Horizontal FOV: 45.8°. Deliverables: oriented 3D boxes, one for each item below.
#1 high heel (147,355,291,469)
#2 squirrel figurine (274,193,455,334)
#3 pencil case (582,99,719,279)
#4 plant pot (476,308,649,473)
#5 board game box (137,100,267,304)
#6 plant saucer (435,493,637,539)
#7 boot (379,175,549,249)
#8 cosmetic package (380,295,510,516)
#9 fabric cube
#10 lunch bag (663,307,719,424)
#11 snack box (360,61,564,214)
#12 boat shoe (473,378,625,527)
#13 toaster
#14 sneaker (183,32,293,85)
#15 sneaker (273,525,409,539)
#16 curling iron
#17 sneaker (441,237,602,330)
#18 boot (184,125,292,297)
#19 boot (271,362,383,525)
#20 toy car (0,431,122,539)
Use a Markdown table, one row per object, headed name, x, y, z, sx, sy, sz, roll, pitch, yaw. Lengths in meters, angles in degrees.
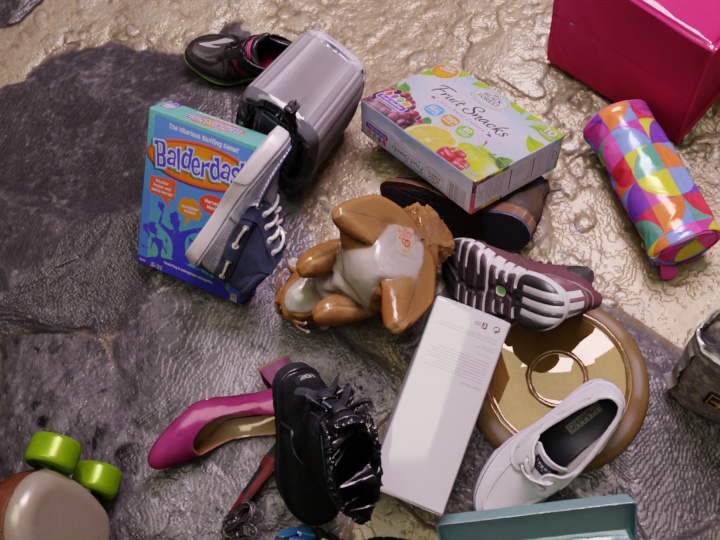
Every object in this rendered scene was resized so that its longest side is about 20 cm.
| name | x | y | z | sx | sy | sz | roll | pitch | yaw |
| --- | --- | --- | --- | --- | --- | --- | --- | --- | --- |
| high heel | -0.137 | 0.180 | 0.945 | 0.200 | 0.068 | 0.096 | -35 | 57 | -8 |
| squirrel figurine | 0.000 | 0.000 | 0.956 | 0.200 | 0.186 | 0.142 | -35 | 93 | -46 |
| pencil case | 0.326 | -0.096 | 0.965 | 0.088 | 0.088 | 0.201 | -19 | 66 | 2 |
| plant pot | 0.215 | 0.120 | 0.931 | 0.199 | 0.028 | 0.201 | -3 | 68 | 8 |
| board game box | -0.183 | -0.079 | 1.003 | 0.151 | 0.045 | 0.201 | 21 | 117 | 18 |
| plant saucer | 0.178 | 0.261 | 0.866 | 0.199 | 0.070 | 0.019 | -9 | 40 | 6 |
| boot | 0.127 | -0.090 | 1.019 | 0.199 | 0.075 | 0.097 | 19 | 49 | 25 |
| cosmetic package | 0.080 | 0.138 | 0.882 | 0.084 | 0.108 | 0.201 | 21 | 82 | 4 |
| fabric cube | 0.357 | -0.310 | 0.977 | 0.199 | 0.200 | 0.196 | 41 | 79 | 20 |
| lunch bag | 0.410 | 0.096 | 0.830 | 0.199 | 0.164 | 0.118 | -4 | 67 | 9 |
| snack box | 0.115 | -0.162 | 0.997 | 0.142 | 0.053 | 0.200 | -28 | 51 | -27 |
| boat shoe | 0.186 | 0.188 | 0.862 | 0.074 | 0.065 | 0.200 | 41 | 100 | 9 |
| toaster | -0.071 | -0.192 | 1.008 | 0.113 | 0.200 | 0.129 | 35 | 68 | 2 |
| sneaker | -0.140 | -0.285 | 1.119 | 0.199 | 0.084 | 0.077 | 11 | 71 | 14 |
| sneaker | 0.006 | 0.321 | 0.879 | 0.199 | 0.073 | 0.082 | 6 | 92 | 14 |
| curling iron | -0.087 | 0.211 | 0.926 | 0.050 | 0.026 | 0.201 | 36 | 92 | 44 |
| sneaker | 0.185 | 0.014 | 0.950 | 0.115 | 0.076 | 0.200 | -5 | 22 | -31 |
| boot | -0.106 | -0.060 | 0.919 | 0.090 | 0.200 | 0.073 | 35 | 36 | -9 |
| boot | -0.029 | 0.194 | 0.835 | 0.073 | 0.162 | 0.200 | -14 | 109 | -22 |
| toy car | -0.389 | 0.275 | 0.923 | 0.199 | 0.158 | 0.165 | -3 | 56 | 22 |
